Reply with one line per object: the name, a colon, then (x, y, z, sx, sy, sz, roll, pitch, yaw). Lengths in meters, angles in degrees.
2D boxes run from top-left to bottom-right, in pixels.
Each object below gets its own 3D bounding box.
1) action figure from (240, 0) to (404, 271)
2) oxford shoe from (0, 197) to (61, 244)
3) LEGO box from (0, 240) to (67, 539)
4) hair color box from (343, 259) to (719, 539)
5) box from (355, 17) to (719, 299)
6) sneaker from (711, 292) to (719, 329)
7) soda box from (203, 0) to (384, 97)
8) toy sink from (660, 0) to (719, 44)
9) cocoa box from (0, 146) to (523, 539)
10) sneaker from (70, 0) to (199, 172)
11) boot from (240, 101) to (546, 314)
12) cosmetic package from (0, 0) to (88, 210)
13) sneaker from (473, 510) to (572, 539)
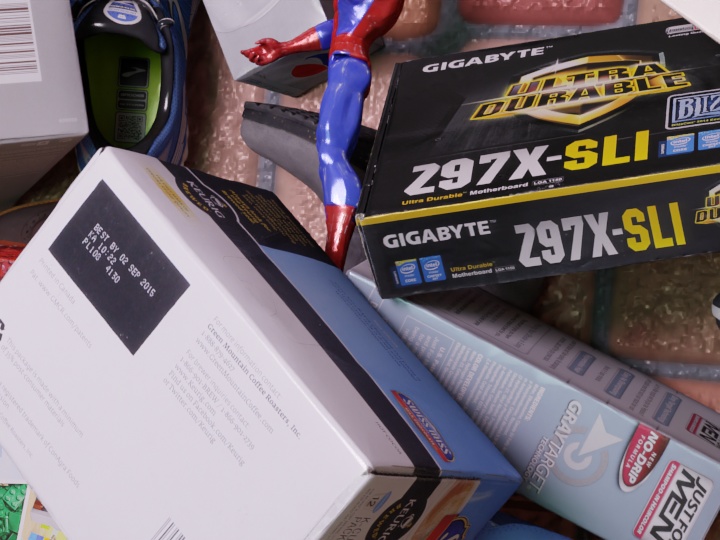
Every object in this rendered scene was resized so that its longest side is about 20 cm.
action figure: (-0.032, -0.091, 1.225, 0.099, 0.065, 0.200, 14, 79, 1)
oxford shoe: (-0.130, -0.007, 1.343, 0.200, 0.073, 0.071, 7, 88, 27)
LEGO box: (-0.142, 0.093, 1.261, 0.149, 0.077, 0.200, 8, 98, 21)
hair color box: (0.080, 0.063, 1.182, 0.200, 0.099, 0.061, 27, 103, 8)
box: (0.106, -0.058, 1.162, 0.200, 0.160, 0.049, -8, 121, 14)
sneaker: (0.222, 0.091, 1.156, 0.200, 0.072, 0.083, 46, 106, 23)
soda box: (-0.061, -0.196, 1.329, 0.063, 0.068, 0.200, -28, 74, 22)
toy sink: (0.228, -0.180, 1.155, 0.130, 0.112, 0.200, 39, 96, 24)
cocoa box: (-0.056, 0.065, 1.090, 0.133, 0.131, 0.200, -50, 61, 17)
sneaker: (-0.119, -0.139, 1.328, 0.078, 0.089, 0.200, -3, 81, -4)
boot: (0.000, 0.000, 1.283, 0.200, 0.070, 0.132, 28, 103, 30)
cosmetic package: (-0.209, -0.096, 1.324, 0.200, 0.090, 0.107, 151, 110, -65)
sneaker: (0.020, 0.106, 1.167, 0.200, 0.074, 0.082, 14, 67, 24)
